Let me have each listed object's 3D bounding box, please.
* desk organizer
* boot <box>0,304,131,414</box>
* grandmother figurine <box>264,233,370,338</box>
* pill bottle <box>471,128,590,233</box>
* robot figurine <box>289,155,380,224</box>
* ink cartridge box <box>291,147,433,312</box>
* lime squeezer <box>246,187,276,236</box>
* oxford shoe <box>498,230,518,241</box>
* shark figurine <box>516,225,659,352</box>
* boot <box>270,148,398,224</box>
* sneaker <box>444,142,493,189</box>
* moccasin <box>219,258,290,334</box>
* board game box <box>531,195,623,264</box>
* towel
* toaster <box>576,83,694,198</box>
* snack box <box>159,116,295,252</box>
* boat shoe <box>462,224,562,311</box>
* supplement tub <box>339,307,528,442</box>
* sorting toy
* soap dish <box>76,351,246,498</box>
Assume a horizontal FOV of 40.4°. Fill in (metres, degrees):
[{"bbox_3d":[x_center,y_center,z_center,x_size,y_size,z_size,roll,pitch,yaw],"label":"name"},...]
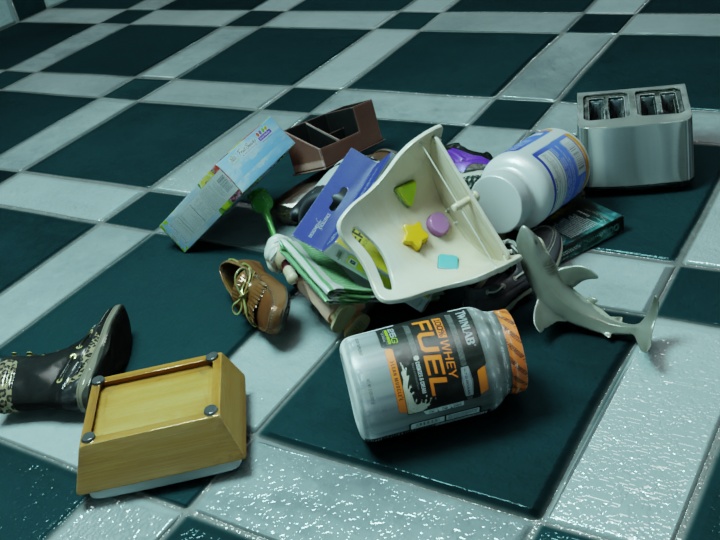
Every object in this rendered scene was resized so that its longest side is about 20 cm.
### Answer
[{"bbox_3d":[-0.044,-0.230,1.678,0.071,0.078,0.200,-7,16,35],"label":"desk organizer"},{"bbox_3d":[-0.398,0.121,1.321,0.148,0.074,0.201,-6,36,8],"label":"boot"},{"bbox_3d":[-0.066,0.017,1.344,0.061,0.121,0.200,-44,54,-4],"label":"grandmother figurine"},{"bbox_3d":[0.237,-0.123,1.386,0.111,0.114,0.199,12,29,34],"label":"pill bottle"},{"bbox_3d":[-0.020,-0.096,1.494,0.149,0.125,0.200,33,41,3],"label":"robot figurine"},{"bbox_3d":[0.038,-0.069,1.321,0.199,0.047,0.199,32,51,-1],"label":"ink cartridge box"},{"bbox_3d":[-0.159,-0.106,1.612,0.037,0.071,0.200,-32,32,-2],"label":"lime squeezer"},{"bbox_3d":[0.143,-0.058,1.422,0.197,0.085,0.073,7,32,24],"label":"oxford shoe"},{"bbox_3d":[0.263,0.053,1.214,0.214,0.129,0.089,36,59,23],"label":"shark figurine"},{"bbox_3d":[-0.037,-0.133,1.624,0.185,0.065,0.199,0,27,44],"label":"boot"},{"bbox_3d":[0.128,-0.164,1.596,0.197,0.070,0.100,3,49,6],"label":"sneaker"},{"bbox_3d":[-0.151,0.030,1.363,0.077,0.074,0.202,11,21,-27],"label":"moccasin"},{"bbox_3d":[0.275,-0.079,1.466,0.134,0.028,0.200,-25,34,-21],"label":"board game box"},{"bbox_3d":[0.000,0.000,1.334,0.198,0.024,0.152,1,29,-37],"label":"towel"},{"bbox_3d":[0.426,-0.206,1.538,0.178,0.120,0.201,-3,32,15],"label":"toaster"},{"bbox_3d":[-0.217,-0.138,1.586,0.200,0.068,0.169,-40,8,43],"label":"snack box"},{"bbox_3d":[0.207,-0.008,1.314,0.072,0.063,0.200,22,53,40],"label":"boat shoe"},{"bbox_3d":[0.083,0.114,1.117,0.197,0.124,0.123,-14,30,-5],"label":"supplement tub"},{"bbox_3d":[0.070,-0.048,1.235,0.179,0.202,0.107,-28,-8,-22],"label":"sorting toy"},{"bbox_3d":[-0.235,0.178,1.159,0.197,0.082,0.158,-12,31,0],"label":"soap dish"}]
